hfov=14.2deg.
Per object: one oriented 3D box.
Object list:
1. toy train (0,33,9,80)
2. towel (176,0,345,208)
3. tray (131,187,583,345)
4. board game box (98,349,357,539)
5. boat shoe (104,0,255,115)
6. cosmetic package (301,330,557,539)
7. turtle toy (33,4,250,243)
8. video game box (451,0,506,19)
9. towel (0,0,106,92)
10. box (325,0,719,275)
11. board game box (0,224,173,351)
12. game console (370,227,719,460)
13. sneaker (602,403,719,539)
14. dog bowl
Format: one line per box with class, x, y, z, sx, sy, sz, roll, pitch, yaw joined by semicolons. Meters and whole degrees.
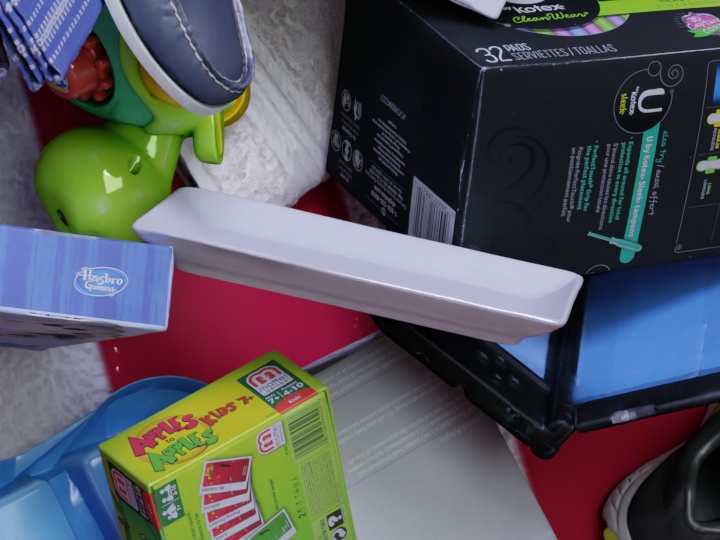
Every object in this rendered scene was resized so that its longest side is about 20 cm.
toy train;-0.223;-0.166;1.278;0.114;0.087;0.200;-19;87;-19
towel;-0.069;-0.128;1.501;0.132;0.034;0.200;-35;93;-15
tray;0.000;0.000;1.330;0.200;0.107;0.022;13;104;7
board game box;-0.052;0.149;1.386;0.102;0.048;0.200;-28;127;-24
boat shoe;-0.086;-0.170;1.292;0.075;0.062;0.200;-20;91;-63
cosmetic package;0.029;0.133;1.467;0.107;0.090;0.200;-26;92;-26
turtle toy;-0.112;-0.106;1.409;0.101;0.146;0.200;-2;86;5
video game box;-0.012;-0.210;1.429;0.182;0.200;0.047;22;111;-13
towel;-0.168;-0.191;1.243;0.200;0.024;0.145;58;30;-27
box;0.107;-0.084;1.458;0.200;0.149;0.124;-8;120;-26
board game box;-0.211;0.002;1.327;0.200;0.199;0.043;8;82;-22
game console;0.112;-0.003;1.462;0.176;0.116;0.200;38;23;-10
sneaker;0.219;0.093;1.557;0.074;0.085;0.200;48;65;-7
dog bowl;-0.137;0.129;1.415;0.200;0.050;0.112;-26;89;-26
